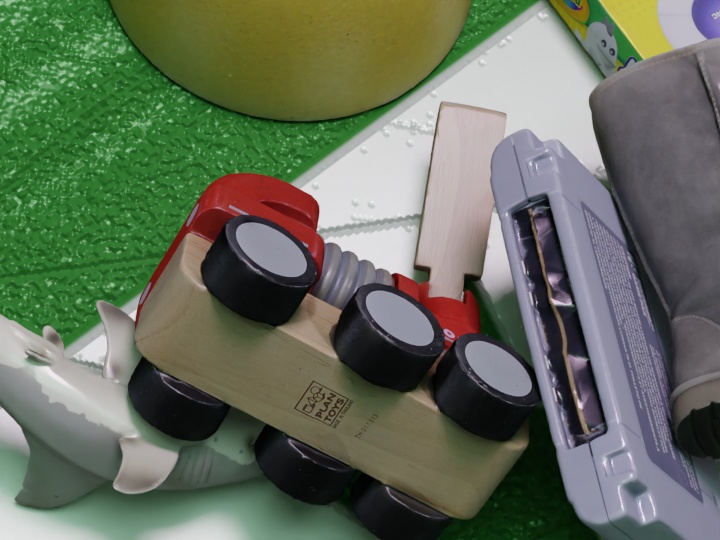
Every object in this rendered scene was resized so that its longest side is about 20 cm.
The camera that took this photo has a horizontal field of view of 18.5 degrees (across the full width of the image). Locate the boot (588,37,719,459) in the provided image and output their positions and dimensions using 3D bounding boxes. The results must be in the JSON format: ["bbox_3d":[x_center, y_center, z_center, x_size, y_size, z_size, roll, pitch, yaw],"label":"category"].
[{"bbox_3d":[0.206,-0.021,1.022,0.181,0.073,0.201,-8,51,6],"label":"boot"}]

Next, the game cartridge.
[{"bbox_3d":[0.118,0.045,1.012,0.041,0.133,0.201,-27,55,24],"label":"game cartridge"}]

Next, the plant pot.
[{"bbox_3d":[-0.029,-0.196,1.098,0.199,0.142,0.201,3,64,-6],"label":"plant pot"}]

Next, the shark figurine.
[{"bbox_3d":[-0.147,0.059,0.998,0.214,0.090,0.128,35,30,0],"label":"shark figurine"}]

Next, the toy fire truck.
[{"bbox_3d":[0.000,0.000,1.025,0.175,0.129,0.200,27,28,-12],"label":"toy fire truck"}]

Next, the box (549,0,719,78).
[{"bbox_3d":[0.191,-0.113,1.146,0.117,0.048,0.201,-28,73,-20],"label":"box"}]
